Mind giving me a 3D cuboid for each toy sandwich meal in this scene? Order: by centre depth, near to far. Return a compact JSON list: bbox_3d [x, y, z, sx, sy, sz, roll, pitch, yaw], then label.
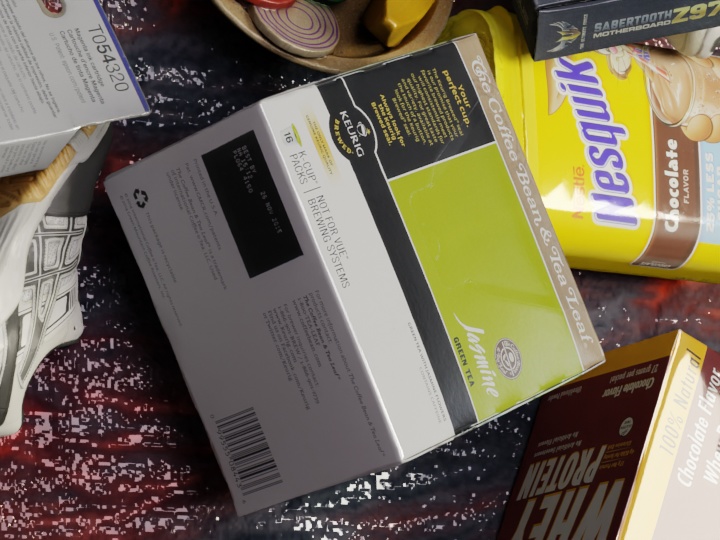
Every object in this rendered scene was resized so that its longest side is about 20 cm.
[{"bbox_3d":[-0.014,-0.206,1.567,0.204,0.070,0.206,15,57,-24],"label":"toy sandwich meal"}]

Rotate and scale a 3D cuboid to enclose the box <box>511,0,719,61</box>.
[{"bbox_3d":[0.149,-0.224,1.604,0.157,0.051,0.201,-11,56,-7],"label":"box"}]

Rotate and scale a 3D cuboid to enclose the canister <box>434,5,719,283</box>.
[{"bbox_3d":[0.141,-0.070,1.636,0.199,0.086,0.149,6,74,-30],"label":"canister"}]

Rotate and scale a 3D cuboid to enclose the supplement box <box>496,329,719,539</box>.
[{"bbox_3d":[0.196,0.174,1.579,0.200,0.133,0.198,29,65,-22],"label":"supplement box"}]

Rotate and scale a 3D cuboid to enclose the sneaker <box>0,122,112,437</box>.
[{"bbox_3d":[-0.179,-0.001,1.452,0.088,0.075,0.200,47,58,-35],"label":"sneaker"}]

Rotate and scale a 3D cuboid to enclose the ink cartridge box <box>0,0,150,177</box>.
[{"bbox_3d":[-0.237,-0.132,1.422,0.199,0.043,0.197,-12,63,-32],"label":"ink cartridge box"}]

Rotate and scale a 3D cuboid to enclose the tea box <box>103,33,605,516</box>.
[{"bbox_3d":[0.000,0.000,1.482,0.196,0.133,0.201,-20,89,-48],"label":"tea box"}]

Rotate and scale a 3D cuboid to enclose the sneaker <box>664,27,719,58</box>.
[{"bbox_3d":[0.152,-0.200,1.657,0.081,0.075,0.200,-16,56,-23],"label":"sneaker"}]
